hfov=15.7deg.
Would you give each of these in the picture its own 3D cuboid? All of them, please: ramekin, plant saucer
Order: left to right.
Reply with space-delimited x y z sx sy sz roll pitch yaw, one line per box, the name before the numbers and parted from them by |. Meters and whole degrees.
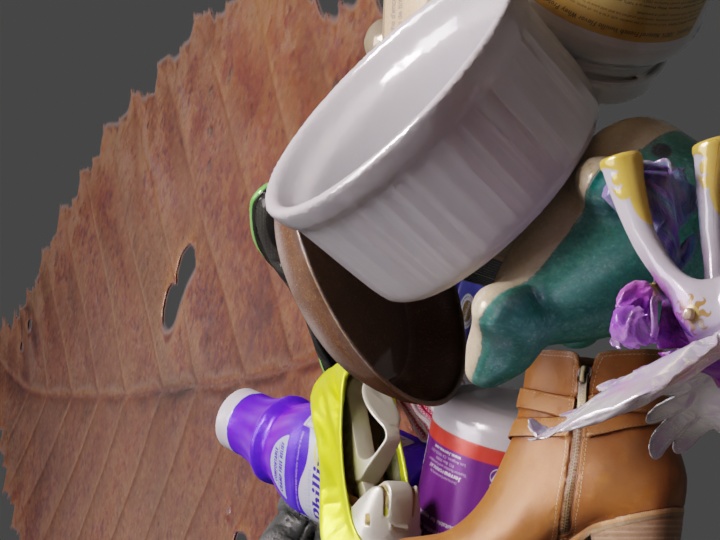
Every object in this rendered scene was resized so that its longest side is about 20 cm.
plant saucer | 0.000 0.000 1.673 0.037 0.200 0.200 -26 51 24
ramekin | 0.047 -0.075 1.539 0.200 0.098 0.200 -40 17 15

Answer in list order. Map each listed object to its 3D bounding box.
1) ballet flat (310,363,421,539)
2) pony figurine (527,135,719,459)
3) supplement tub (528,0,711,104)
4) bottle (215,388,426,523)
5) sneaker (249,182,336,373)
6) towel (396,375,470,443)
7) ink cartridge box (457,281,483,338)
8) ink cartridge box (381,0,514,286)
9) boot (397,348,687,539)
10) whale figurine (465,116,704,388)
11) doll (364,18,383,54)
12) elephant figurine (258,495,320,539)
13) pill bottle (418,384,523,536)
ballet flat | 0.008 0.139 1.685 0.067 0.067 0.200 -47 41 40
pony figurine | 0.195 0.025 1.417 0.193 0.166 0.200 -21 76 38
supplement tub | 0.161 -0.215 1.589 0.144 0.144 0.200 -105 29 -45
bottle | -0.020 0.134 1.814 0.200 0.065 0.084 23 117 42
sneaker | -0.020 0.014 2.029 0.200 0.077 0.084 61 171 -19
towel | 0.032 0.035 1.825 0.146 0.030 0.200 61 -168 -4
ink cartridge box | 0.060 -0.059 1.969 0.200 0.041 0.200 -123 44 -60
ink cartridge box | 0.082 -0.098 1.727 0.075 0.165 0.200 -4 77 30
boot | 0.104 0.126 1.611 0.074 0.200 0.155 23 -115 -73
whale figurine | 0.145 0.001 1.526 0.104 0.200 0.159 35 144 23
doll | 0.059 -0.199 1.922 0.200 0.048 0.136 -30 21 55
elephant figurine | 0.027 0.176 1.894 0.155 0.142 0.200 53 146 -5
pill bottle | 0.087 0.182 1.710 0.112 0.112 0.200 -142 60 -67
